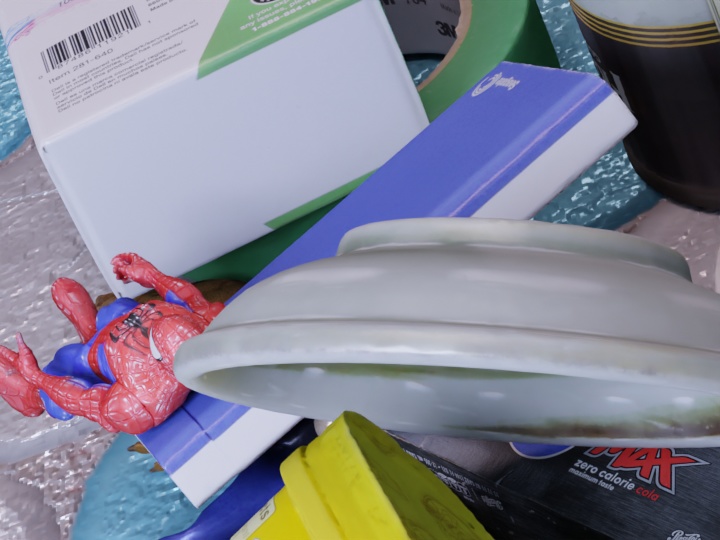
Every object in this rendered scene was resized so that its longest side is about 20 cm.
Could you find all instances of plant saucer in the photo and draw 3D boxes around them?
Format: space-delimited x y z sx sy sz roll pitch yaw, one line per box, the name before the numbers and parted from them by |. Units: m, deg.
plant saucer | 0.044 0.018 0.835 0.199 0.200 0.051 -2 79 32

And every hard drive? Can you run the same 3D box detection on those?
hard drive | 0.000 0.000 1.004 0.200 0.025 0.132 -41 13 -6

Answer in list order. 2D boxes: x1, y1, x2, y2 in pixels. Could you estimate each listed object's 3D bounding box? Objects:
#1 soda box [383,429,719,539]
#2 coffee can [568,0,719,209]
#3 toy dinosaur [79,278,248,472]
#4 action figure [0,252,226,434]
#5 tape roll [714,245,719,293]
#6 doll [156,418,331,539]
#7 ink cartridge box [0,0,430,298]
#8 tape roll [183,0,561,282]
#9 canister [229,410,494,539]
soda box | 0.101 0.085 0.936 0.063 0.071 0.200 -43 38 -20
coffee can | 0.142 -0.147 1.090 0.145 0.201 0.147 -17 36 13
toy dinosaur | -0.050 0.024 1.123 0.199 0.061 0.106 0 42 33
action figure | -0.092 0.028 1.012 0.065 0.052 0.200 -40 15 -18
tape roll | 0.226 0.006 0.955 0.201 0.071 0.203 -18 36 13
doll | -0.016 0.059 1.022 0.200 0.048 0.136 -42 -4 -7
ink cartridge box | -0.068 -0.094 1.162 0.144 0.084 0.200 -26 32 0
tape roll | -0.012 -0.073 1.220 0.199 0.048 0.201 -19 32 12
canister | -0.034 0.159 0.833 0.200 0.086 0.149 -44 35 8
